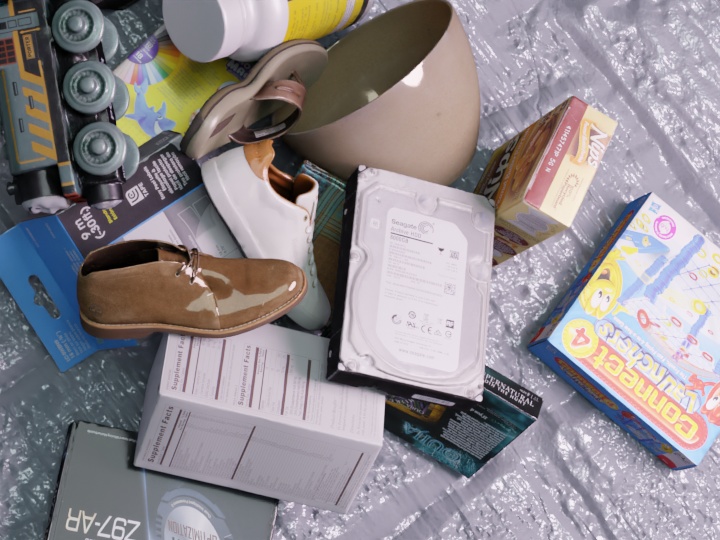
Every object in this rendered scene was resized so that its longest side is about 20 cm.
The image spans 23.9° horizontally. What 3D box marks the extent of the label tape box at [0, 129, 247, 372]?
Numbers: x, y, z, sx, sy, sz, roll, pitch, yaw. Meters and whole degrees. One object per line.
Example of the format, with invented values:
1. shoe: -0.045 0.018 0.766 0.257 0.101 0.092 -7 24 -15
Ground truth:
1. label tape box: -0.214 -0.012 1.528 0.200 0.063 0.144 -34 109 -12

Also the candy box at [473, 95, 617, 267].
1. candy box: 0.160 -0.080 1.609 0.055 0.200 0.116 31 73 -10

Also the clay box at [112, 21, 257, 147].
1. clay box: -0.189 -0.150 1.604 0.115 0.048 0.200 46 71 -6

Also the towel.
1. towel: 0.000 0.000 1.597 0.200 0.022 0.147 29 117 -9

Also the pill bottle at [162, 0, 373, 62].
1. pill bottle: -0.086 -0.258 1.587 0.200 0.111 0.112 -29 88 -43

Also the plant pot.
1. plant pot: 0.036 -0.143 1.607 0.200 0.200 0.135 -46 116 -19

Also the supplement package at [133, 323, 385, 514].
1. supplement package: -0.088 0.122 1.513 0.199 0.114 0.110 15 45 -11

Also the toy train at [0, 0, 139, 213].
1. toy train: -0.258 -0.146 1.454 0.114 0.085 0.201 -11 87 3

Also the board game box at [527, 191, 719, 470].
1. board game box: 0.302 0.061 1.698 0.200 0.056 0.196 39 71 -5

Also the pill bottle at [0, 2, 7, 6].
1. pill bottle: -0.341 -0.217 1.542 0.200 0.111 0.111 39 72 -5

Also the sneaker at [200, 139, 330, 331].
1. sneaker: -0.061 -0.030 1.531 0.084 0.073 0.200 -26 123 9

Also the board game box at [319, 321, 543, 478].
1. board game box: 0.051 0.108 1.578 0.200 0.135 0.028 31 50 -8

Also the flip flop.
1. flip flop: -0.087 -0.146 1.531 0.058 0.081 0.200 35 38 11

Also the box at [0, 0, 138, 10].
1. box: -0.250 -0.327 1.530 0.124 0.200 0.149 -25 85 25

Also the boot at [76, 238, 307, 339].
1. boot: -0.144 0.010 1.459 0.199 0.076 0.074 -6 45 -6

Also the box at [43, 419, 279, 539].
1. box: -0.180 0.233 1.533 0.199 0.044 0.161 14 75 -13

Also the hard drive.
1. hard drive: 0.048 0.014 1.515 0.139 0.038 0.201 15 64 -17
